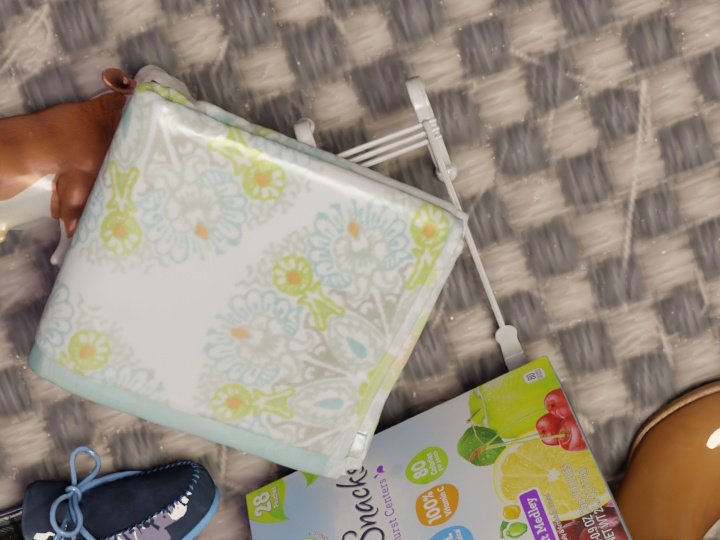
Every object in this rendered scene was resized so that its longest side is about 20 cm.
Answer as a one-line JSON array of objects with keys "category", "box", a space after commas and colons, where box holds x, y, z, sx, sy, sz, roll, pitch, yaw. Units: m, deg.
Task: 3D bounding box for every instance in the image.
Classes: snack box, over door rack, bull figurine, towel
[{"category": "snack box", "box": [0.045, 0.157, 0.852, 0.198, 0.169, 0.068, -27, 124, 5]}, {"category": "over door rack", "box": [0.000, 0.000, 0.902, 0.146, 0.067, 0.202, -21, 114, 5]}, {"category": "bull figurine", "box": [-0.179, -0.047, 0.879, 0.198, 0.065, 0.123, -8, 66, 10]}, {"category": "towel", "box": [-0.058, 0.011, 0.836, 0.198, 0.048, 0.173, 20, 108, -17]}]

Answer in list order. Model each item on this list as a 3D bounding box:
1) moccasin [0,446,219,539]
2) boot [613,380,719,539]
[{"category": "moccasin", "box": [-0.181, 0.158, 0.918, 0.198, 0.081, 0.069, -26, 112, 4]}, {"category": "boot", "box": [0.175, 0.158, 0.878, 0.074, 0.155, 0.200, 40, 99, -7]}]
